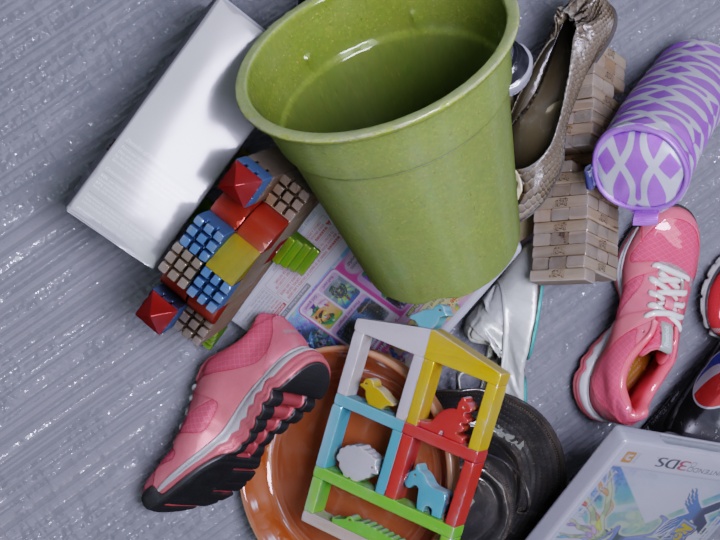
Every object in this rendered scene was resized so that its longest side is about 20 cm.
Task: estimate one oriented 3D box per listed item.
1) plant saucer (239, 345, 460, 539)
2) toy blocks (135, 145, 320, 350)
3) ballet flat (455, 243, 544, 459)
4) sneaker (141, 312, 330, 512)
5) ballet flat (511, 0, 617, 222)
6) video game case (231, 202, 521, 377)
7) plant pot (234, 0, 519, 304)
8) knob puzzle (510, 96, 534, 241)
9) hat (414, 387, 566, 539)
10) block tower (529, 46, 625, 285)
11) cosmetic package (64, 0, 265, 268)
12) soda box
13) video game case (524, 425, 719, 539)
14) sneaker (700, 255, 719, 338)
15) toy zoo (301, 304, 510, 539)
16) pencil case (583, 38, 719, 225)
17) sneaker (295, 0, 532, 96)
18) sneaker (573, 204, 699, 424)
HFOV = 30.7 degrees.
[{"bbox_3d":[-0.010,0.161,1.063,0.199,0.032,0.202,-2,87,29],"label":"plant saucer"},{"bbox_3d":[-0.099,-0.015,0.983,0.100,0.137,0.200,39,107,3],"label":"toy blocks"},{"bbox_3d":[0.116,0.076,1.122,0.069,0.069,0.202,3,99,-13],"label":"ballet flat"},{"bbox_3d":[-0.110,0.117,1.074,0.200,0.087,0.074,-45,147,14],"label":"sneaker"},{"bbox_3d":[0.148,-0.134,1.062,0.046,0.067,0.201,18,99,-51],"label":"ballet flat"},{"bbox_3d":[0.000,0.000,1.074,0.182,0.024,0.200,36,107,-15],"label":"video game case"},{"bbox_3d":[0.036,-0.082,0.935,0.199,0.200,0.191,-29,129,-8],"label":"plant pot"},{"bbox_3d":[0.051,-0.078,1.104,0.218,0.030,0.221,-2,97,-14],"label":"knob puzzle"},{"bbox_3d":[0.082,0.200,1.088,0.199,0.081,0.202,0,112,0],"label":"hat"},{"bbox_3d":[0.182,-0.084,1.089,0.058,0.054,0.202,19,73,-47],"label":"block tower"},{"bbox_3d":[-0.139,-0.108,1.018,0.090,0.107,0.201,33,87,-14],"label":"cosmetic package"},{"bbox_3d":[0.332,0.104,1.140,0.071,0.063,0.200,31,110,-14],"label":"soda box"},{"bbox_3d":[0.229,0.217,1.112,0.181,0.022,0.201,13,123,-33],"label":"video game case"},{"bbox_3d":[0.393,-0.002,1.165,0.199,0.085,0.077,-28,101,-9],"label":"sneaker"},{"bbox_3d":[0.036,0.122,1.009,0.131,0.020,0.201,20,98,28],"label":"toy zoo"},{"bbox_3d":[0.255,-0.117,1.072,0.200,0.083,0.086,-48,124,-46],"label":"pencil case"},{"bbox_3d":[0.043,-0.195,1.021,0.199,0.114,0.076,19,73,4],"label":"sneaker"},{"bbox_3d":[0.255,0.043,1.129,0.073,0.087,0.201,19,92,-15],"label":"sneaker"}]
